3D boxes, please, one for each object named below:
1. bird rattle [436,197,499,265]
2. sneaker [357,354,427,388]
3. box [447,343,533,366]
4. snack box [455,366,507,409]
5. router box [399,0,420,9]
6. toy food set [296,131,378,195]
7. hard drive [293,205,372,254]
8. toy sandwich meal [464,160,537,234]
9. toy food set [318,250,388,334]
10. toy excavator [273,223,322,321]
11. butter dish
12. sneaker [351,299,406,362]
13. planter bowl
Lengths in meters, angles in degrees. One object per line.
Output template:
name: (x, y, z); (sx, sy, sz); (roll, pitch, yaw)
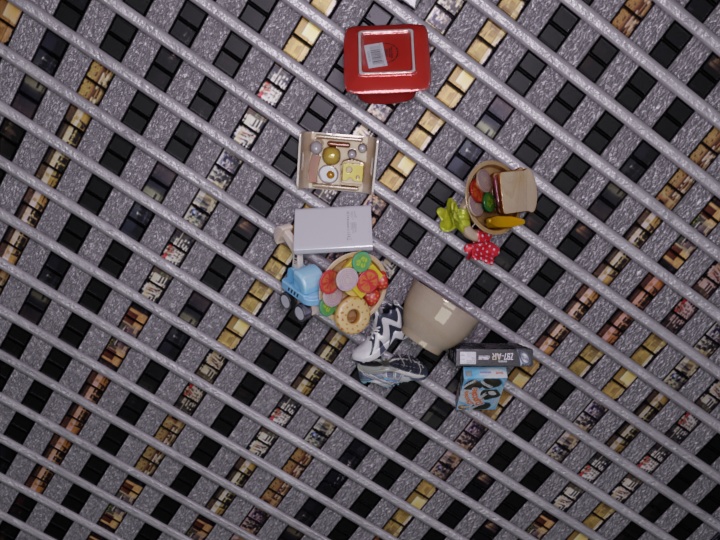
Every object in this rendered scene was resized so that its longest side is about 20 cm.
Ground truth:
bird rattle: (0.302, -0.120, 1.593); (0.200, 0.113, 0.163); (40, 88, -14)
sneaker: (0.089, 0.287, 1.743); (0.198, 0.078, 0.087); (6, 120, 6)
box: (0.341, 0.222, 1.657); (0.198, 0.160, 0.044); (0, 89, -1)
snack box: (0.328, 0.325, 1.708); (0.115, 0.037, 0.201); (-1, 143, 1)
router box: (0.083, -0.720, 1.424); (0.199, 0.051, 0.150); (31, 107, -9)
toy food set: (-0.058, -0.268, 1.565); (0.198, 0.060, 0.145); (5, 107, 0)
hard drive: (-0.069, -0.105, 1.589); (0.198, 0.133, 0.026); (-3, 147, 2)
toy sandwich meal: (0.350, -0.184, 1.545); (0.203, 0.070, 0.208); (2, 87, -29)
toy food set: (-0.018, 0.049, 1.576); (0.200, 0.049, 0.198); (-46, 121, -4)
toy excavator: (-0.155, 0.000, 1.617); (0.099, 0.194, 0.202); (-19, 128, -39)
butter dish: (0.061, -0.463, 1.466); (0.197, 0.148, 0.202); (-1, 66, 1)
sneaker: (0.042, 0.153, 1.681); (0.198, 0.080, 0.130); (-29, 112, 9)
planter bowl: (0.188, 0.132, 1.604); (0.199, 0.200, 0.136); (31, 93, -9)
